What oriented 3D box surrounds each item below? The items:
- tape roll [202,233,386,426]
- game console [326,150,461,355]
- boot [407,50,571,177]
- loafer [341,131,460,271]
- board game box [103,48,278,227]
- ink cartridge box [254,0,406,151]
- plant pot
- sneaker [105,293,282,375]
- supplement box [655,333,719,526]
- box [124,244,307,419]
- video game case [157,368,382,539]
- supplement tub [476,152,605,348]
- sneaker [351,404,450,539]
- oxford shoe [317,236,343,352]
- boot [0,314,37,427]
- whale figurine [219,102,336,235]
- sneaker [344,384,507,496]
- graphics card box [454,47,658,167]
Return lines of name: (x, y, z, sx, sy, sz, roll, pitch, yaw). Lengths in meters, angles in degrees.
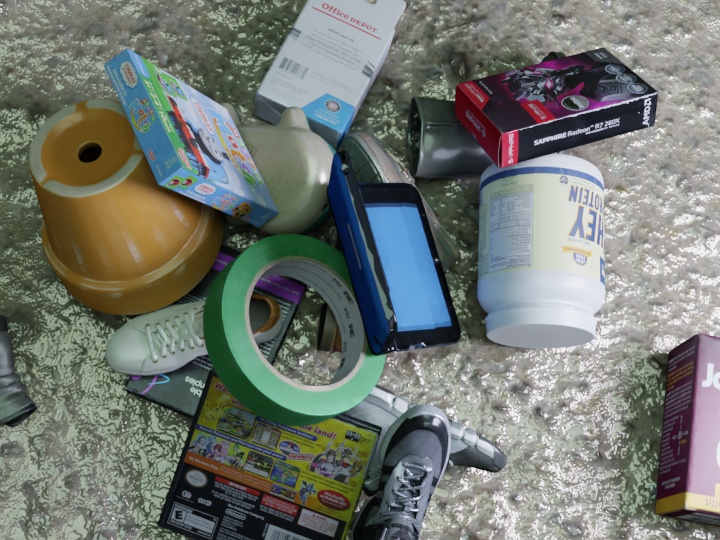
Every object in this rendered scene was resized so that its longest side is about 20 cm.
tape roll: (-0.067, 0.062, 1.143, 0.200, 0.048, 0.201, 14, 62, -29)
game console: (0.044, -0.021, 1.157, 0.118, 0.171, 0.200, -14, 76, -9)
boot: (0.158, -0.193, 1.326, 0.200, 0.073, 0.182, 4, 73, -6)
loafer: (0.048, -0.082, 1.296, 0.063, 0.072, 0.200, -26, 84, -30)
board game box: (-0.175, -0.135, 1.145, 0.037, 0.200, 0.151, -33, 69, 14)
ink cartridge box: (-0.035, -0.260, 1.332, 0.116, 0.067, 0.200, 26, 71, 2)
plant pot: (-0.267, -0.081, 1.172, 0.200, 0.183, 0.200, -4, 60, 6)
sneaker: (-0.185, 0.061, 1.181, 0.200, 0.085, 0.073, -16, 77, -8)
supplement box: (0.420, 0.187, 1.226, 0.131, 0.103, 0.200, 10, 72, -1)
box: (-0.163, 0.075, 1.240, 0.143, 0.036, 0.200, 23, 72, 2)
video game case: (-0.098, 0.224, 1.174, 0.200, 0.026, 0.181, 19, 89, 6)
supplement tub: (0.208, -0.020, 1.246, 0.145, 0.145, 0.200, 4, 74, -4)
sneaker: (0.047, 0.245, 1.126, 0.075, 0.114, 0.200, 18, 110, -9)
oxford shoe: (0.000, 0.000, 1.264, 0.071, 0.071, 0.200, 10, 84, -7)
boot: (-0.467, 0.134, 1.182, 0.200, 0.068, 0.131, -16, 82, -8)
whale figurine: (-0.105, -0.120, 1.281, 0.200, 0.104, 0.159, 34, 97, 28)
sneaker: (0.055, 0.210, 1.209, 0.200, 0.075, 0.116, 25, 81, 9)
graphics card box: (0.223, -0.190, 1.242, 0.200, 0.051, 0.126, -15, 39, -13)
